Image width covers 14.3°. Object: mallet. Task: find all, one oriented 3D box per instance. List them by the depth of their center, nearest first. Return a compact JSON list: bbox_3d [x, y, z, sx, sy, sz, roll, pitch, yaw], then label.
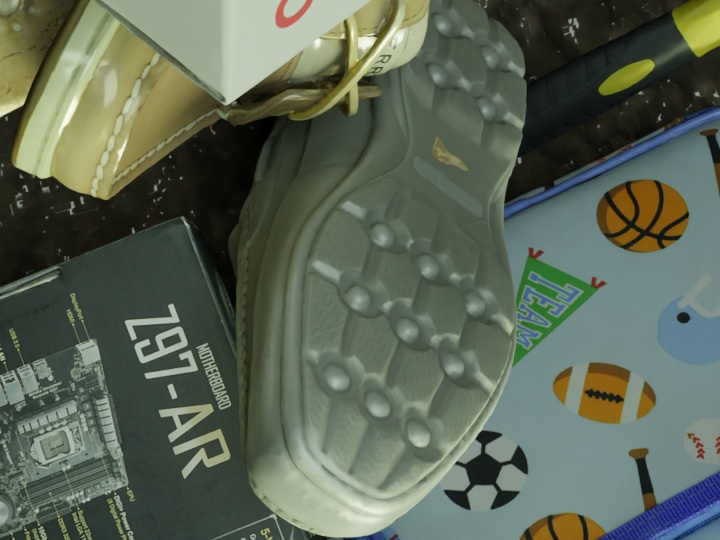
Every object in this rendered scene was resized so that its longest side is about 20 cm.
[{"bbox_3d":[0.102,-0.062,0.796,0.200,0.041,0.066,-35,114,25],"label":"mallet"}]

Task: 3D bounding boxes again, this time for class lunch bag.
[{"bbox_3d":[0.088,0.047,0.781,0.199,0.160,0.076,-27,145,-12],"label":"lunch bag"}]

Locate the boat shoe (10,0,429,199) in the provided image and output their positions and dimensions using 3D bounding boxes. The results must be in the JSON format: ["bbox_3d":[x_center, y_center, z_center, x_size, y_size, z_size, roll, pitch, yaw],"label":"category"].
[{"bbox_3d":[-0.011,-0.076,0.712,0.066,0.074,0.200,36,50,6],"label":"boat shoe"}]

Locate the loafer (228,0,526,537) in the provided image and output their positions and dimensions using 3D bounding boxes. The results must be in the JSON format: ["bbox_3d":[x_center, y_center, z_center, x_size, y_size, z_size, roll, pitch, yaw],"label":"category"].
[{"bbox_3d":[0.000,0.000,0.738,0.070,0.200,0.070,37,125,-15],"label":"loafer"}]

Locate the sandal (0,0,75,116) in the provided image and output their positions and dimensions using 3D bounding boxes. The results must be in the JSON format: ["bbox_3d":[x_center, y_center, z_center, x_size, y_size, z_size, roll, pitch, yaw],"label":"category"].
[{"bbox_3d":[-0.154,-0.025,0.661,0.211,0.070,0.078,-31,104,-13],"label":"sandal"}]

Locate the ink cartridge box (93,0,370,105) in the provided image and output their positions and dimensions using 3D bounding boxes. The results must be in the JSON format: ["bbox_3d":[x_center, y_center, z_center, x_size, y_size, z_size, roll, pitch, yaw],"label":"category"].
[{"bbox_3d":[0.014,-0.150,0.615,0.083,0.146,0.200,40,62,22],"label":"ink cartridge box"}]

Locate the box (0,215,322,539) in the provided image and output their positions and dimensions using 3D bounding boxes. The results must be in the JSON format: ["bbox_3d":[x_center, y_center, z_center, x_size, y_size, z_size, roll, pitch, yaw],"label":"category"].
[{"bbox_3d":[-0.080,0.108,0.738,0.159,0.044,0.201,-22,85,1],"label":"box"}]
